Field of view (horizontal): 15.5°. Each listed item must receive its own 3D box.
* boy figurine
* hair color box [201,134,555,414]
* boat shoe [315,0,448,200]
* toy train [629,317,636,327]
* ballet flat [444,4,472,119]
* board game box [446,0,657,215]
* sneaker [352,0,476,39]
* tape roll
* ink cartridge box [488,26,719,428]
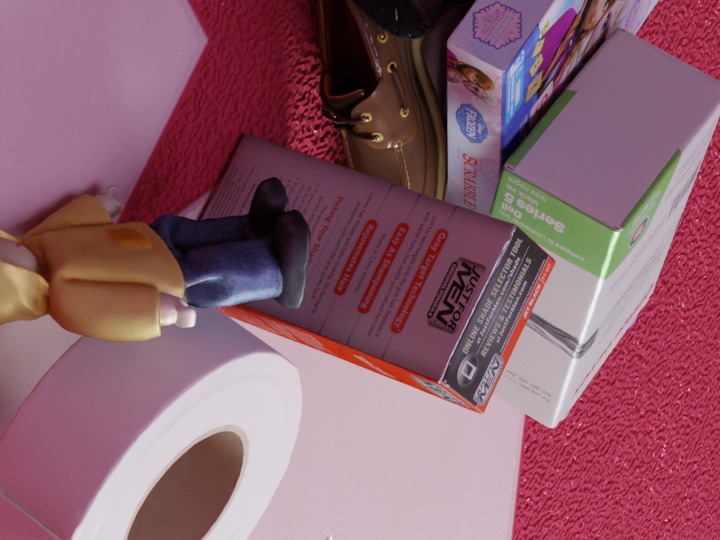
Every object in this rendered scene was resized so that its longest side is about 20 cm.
[{"bbox_3d":[-0.133,-0.008,1.420,0.200,0.124,0.064,-4,126,-20],"label":"boy figurine"},{"bbox_3d":[0.000,0.000,1.519,0.061,0.200,0.102,39,75,-54],"label":"hair color box"},{"bbox_3d":[0.004,-0.107,1.592,0.068,0.072,0.200,-26,121,-38],"label":"boat shoe"},{"bbox_3d":[0.143,-0.022,1.798,0.056,0.150,0.200,16,86,-22],"label":"toy train"},{"bbox_3d":[0.096,-0.142,1.696,0.068,0.067,0.200,-23,125,-46],"label":"ballet flat"},{"bbox_3d":[0.119,-0.150,1.567,0.200,0.041,0.200,-55,164,-20],"label":"board game box"},{"bbox_3d":[0.014,-0.211,1.515,0.200,0.060,0.104,45,59,-22],"label":"sneaker"},{"bbox_3d":[-0.123,0.113,1.481,0.202,0.071,0.203,-42,153,-28],"label":"tape roll"},{"bbox_3d":[0.136,-0.024,1.616,0.146,0.084,0.200,-50,164,-36],"label":"ink cartridge box"}]
